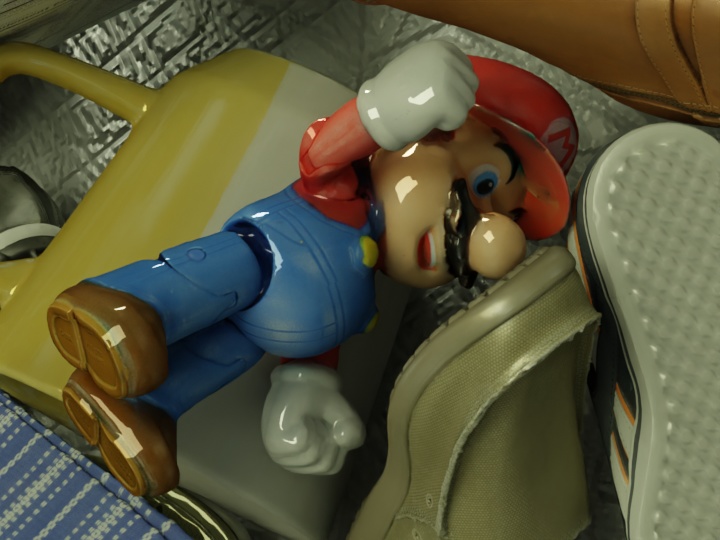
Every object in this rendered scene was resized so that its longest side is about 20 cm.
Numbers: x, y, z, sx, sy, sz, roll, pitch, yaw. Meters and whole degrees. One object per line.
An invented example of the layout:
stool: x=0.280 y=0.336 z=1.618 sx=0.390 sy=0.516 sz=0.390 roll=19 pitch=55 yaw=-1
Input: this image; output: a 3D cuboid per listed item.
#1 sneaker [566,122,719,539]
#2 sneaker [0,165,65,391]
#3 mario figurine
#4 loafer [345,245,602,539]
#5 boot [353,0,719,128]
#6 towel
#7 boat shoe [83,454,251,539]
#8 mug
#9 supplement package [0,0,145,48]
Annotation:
sneaker: x=0.119 y=0.049 z=0.932 sx=0.078 sy=0.079 sz=0.202 roll=-10 pitch=91 yaw=-4
sneaker: x=-0.187 y=0.034 z=1.140 sx=0.200 sy=0.066 sz=0.091 roll=-47 pitch=41 yaw=22
mario figurine: x=0.000 y=0.000 z=0.902 sx=0.199 sy=0.123 sz=0.106 roll=-34 pitch=90 yaw=-22
loafer: x=0.049 y=0.067 z=0.929 sx=0.068 sy=0.201 sz=0.076 roll=43 pitch=58 yaw=18
boot: x=0.079 y=-0.090 z=0.872 sx=0.155 sy=0.200 sz=0.077 roll=24 pitch=85 yaw=43
towel: x=-0.152 y=0.120 z=1.003 sx=0.145 sy=0.024 sz=0.200 roll=-46 pitch=40 yaw=-11
boat shoe: x=-0.121 y=0.113 z=1.068 sx=0.199 sy=0.068 sz=0.075 roll=3 pitch=78 yaw=29
mug: x=-0.058 y=-0.005 z=1.004 sx=0.149 sy=0.186 sz=0.154 roll=16 pitch=76 yaw=52
supplement package: x=-0.137 y=-0.193 z=1.016 sx=0.192 sy=0.147 sz=0.200 roll=61 pitch=156 yaw=-1
